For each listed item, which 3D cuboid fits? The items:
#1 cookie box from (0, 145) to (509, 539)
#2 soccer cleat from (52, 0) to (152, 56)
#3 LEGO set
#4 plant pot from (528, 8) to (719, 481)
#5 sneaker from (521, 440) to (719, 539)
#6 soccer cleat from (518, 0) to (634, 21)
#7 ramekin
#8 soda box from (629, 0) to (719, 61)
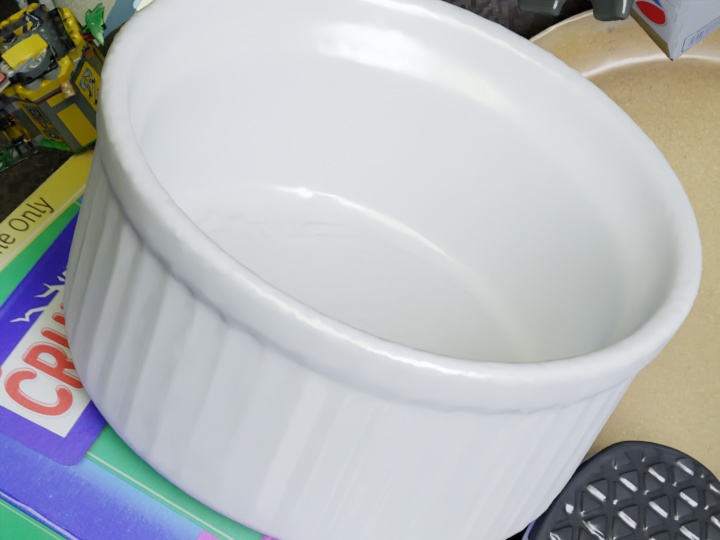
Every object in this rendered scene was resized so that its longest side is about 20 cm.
[{"bbox_3d":[-0.058,0.068,0.975,0.199,0.075,0.171,29,39,9],"label":"cookie box"},{"bbox_3d":[-0.025,-0.137,1.083,0.199,0.070,0.087,-25,69,-8],"label":"soccer cleat"},{"bbox_3d":[-0.191,-0.087,1.015,0.199,0.116,0.154,-22,55,10],"label":"LEGO set"},{"bbox_3d":[0.119,-0.002,1.063,0.199,0.028,0.201,0,72,1],"label":"plant pot"},{"bbox_3d":[0.058,0.147,0.988,0.072,0.083,0.200,32,65,-7],"label":"sneaker"},{"bbox_3d":[0.019,-0.139,0.994,0.199,0.065,0.084,13,86,27],"label":"soccer cleat"},{"bbox_3d":[0.000,0.000,0.942,0.200,0.098,0.201,16,36,-12],"label":"ramekin"},{"bbox_3d":[0.166,-0.164,1.039,0.200,0.064,0.068,-36,73,-17],"label":"soda box"}]
